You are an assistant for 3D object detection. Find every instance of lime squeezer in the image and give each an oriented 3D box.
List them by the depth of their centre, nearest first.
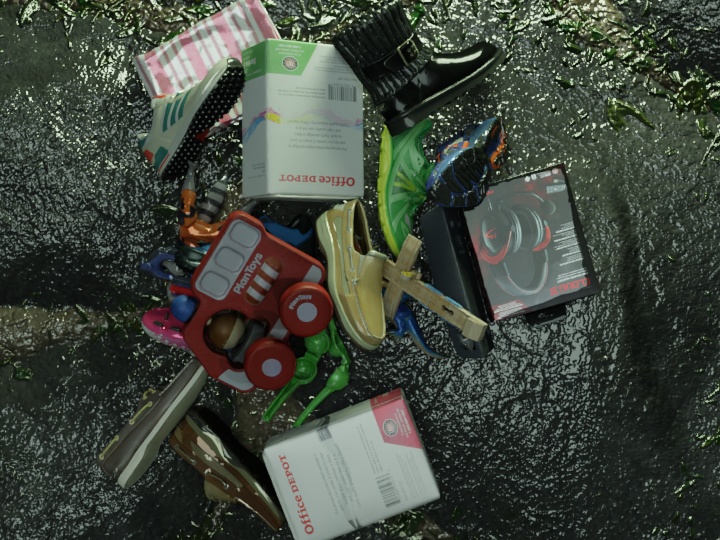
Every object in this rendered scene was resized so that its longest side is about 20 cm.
[{"bbox_3d":[-0.073,0.107,1.449,0.038,0.071,0.200,25,86,32],"label":"lime squeezer"},{"bbox_3d":[-0.045,0.119,1.501,0.070,0.038,0.201,6,90,34],"label":"lime squeezer"}]

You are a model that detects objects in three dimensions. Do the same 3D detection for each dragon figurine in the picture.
[{"bbox_3d":[0.048,0.037,1.480,0.200,0.059,0.100,31,91,4],"label":"dragon figurine"}]

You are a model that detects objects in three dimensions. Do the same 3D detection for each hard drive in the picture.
[{"bbox_3d":[0.127,0.015,1.443,0.042,0.135,0.201,-16,89,13],"label":"hard drive"}]

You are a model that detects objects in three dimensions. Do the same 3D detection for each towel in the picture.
[{"bbox_3d":[-0.198,-0.273,1.508,0.200,0.030,0.147,-28,88,2],"label":"towel"}]

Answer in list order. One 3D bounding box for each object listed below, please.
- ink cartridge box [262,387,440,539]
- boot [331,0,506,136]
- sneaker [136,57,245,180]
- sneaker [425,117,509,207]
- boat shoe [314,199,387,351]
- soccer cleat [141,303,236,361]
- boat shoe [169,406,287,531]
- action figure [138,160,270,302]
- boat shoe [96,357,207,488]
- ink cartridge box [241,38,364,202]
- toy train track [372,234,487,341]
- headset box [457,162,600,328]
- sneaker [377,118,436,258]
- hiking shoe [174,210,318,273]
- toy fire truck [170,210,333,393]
[{"bbox_3d":[-0.012,0.260,1.464,0.200,0.083,0.147,-21,93,2],"label":"ink cartridge box"},{"bbox_3d":[0.080,-0.289,1.435,0.211,0.079,0.158,-34,99,-24],"label":"boot"},{"bbox_3d":[-0.233,-0.216,1.449,0.093,0.070,0.200,47,121,16],"label":"sneaker"},{"bbox_3d":[0.129,-0.134,1.429,0.078,0.200,0.075,-8,112,33],"label":"sneaker"},{"bbox_3d":[0.000,0.000,1.386,0.076,0.072,0.200,-30,65,26],"label":"boat shoe"},{"bbox_3d":[-0.195,0.103,1.469,0.199,0.070,0.087,10,123,-9],"label":"soccer cleat"},{"bbox_3d":[-0.178,0.275,1.485,0.074,0.076,0.200,-45,80,6],"label":"boat shoe"},{"bbox_3d":[-0.196,-0.027,1.492,0.200,0.105,0.194,24,97,-26],"label":"action figure"},{"bbox_3d":[-0.279,0.196,1.487,0.059,0.072,0.200,35,88,12],"label":"boat shoe"},{"bbox_3d":[-0.076,-0.191,1.444,0.145,0.087,0.201,-1,88,-31],"label":"ink cartridge box"},{"bbox_3d":[0.073,0.030,1.388,0.200,0.032,0.115,34,116,32],"label":"toy train track"},{"bbox_3d":[0.223,-0.026,1.465,0.148,0.075,0.201,-15,89,2],"label":"headset box"},{"bbox_3d":[0.065,-0.115,1.473,0.083,0.074,0.201,2,89,6],"label":"sneaker"},{"bbox_3d":[-0.149,-0.034,1.427,0.200,0.074,0.087,-2,92,-33],"label":"hiking shoe"},{"bbox_3d":[-0.139,0.044,1.361,0.168,0.112,0.200,30,102,-18],"label":"toy fire truck"}]
